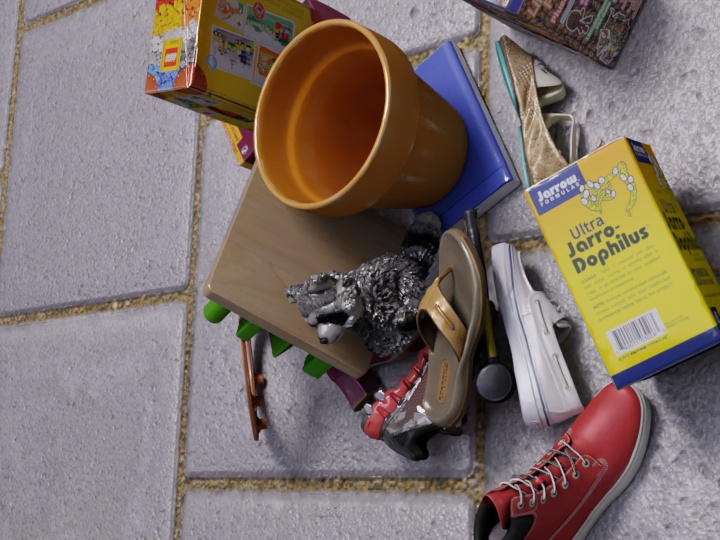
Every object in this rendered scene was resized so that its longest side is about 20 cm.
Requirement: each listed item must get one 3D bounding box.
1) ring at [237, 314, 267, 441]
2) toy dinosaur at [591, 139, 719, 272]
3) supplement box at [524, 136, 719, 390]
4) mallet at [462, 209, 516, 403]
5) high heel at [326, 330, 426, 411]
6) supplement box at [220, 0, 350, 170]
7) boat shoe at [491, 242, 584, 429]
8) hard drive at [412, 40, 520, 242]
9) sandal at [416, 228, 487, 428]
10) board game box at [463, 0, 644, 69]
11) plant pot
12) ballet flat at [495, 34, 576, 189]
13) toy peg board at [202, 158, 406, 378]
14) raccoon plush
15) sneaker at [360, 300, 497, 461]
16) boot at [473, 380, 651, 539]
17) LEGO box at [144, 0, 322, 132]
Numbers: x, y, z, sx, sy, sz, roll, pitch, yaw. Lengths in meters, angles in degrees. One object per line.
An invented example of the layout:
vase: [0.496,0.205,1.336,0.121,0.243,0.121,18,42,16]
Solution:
ring: [-0.130,0.102,1.497,0.019,0.201,0.203,-6,70,-4]
toy dinosaur: [0.259,-0.046,1.233,0.106,0.060,0.201,-43,54,25]
supplement box: [0.252,-0.007,1.151,0.109,0.109,0.202,-29,79,23]
mallet: [0.130,0.040,1.298,0.041,0.066,0.203,-9,75,9]
high heel: [0.024,0.066,1.412,0.200,0.067,0.097,-46,63,29]
supplement box: [-0.081,-0.225,1.571,0.200,0.085,0.111,-45,53,25]
boat shoe: [0.183,0.062,1.282,0.066,0.074,0.203,-14,70,11]
hard drive: [0.094,-0.144,1.431,0.132,0.025,0.202,-39,57,30]
sandal: [0.083,0.059,1.264,0.080,0.053,0.203,16,99,63]
board game box: [0.171,-0.303,1.280,0.159,0.199,0.098,34,102,41]
plant pot: [0.015,-0.148,1.361,0.199,0.182,0.203,-11,73,41]
ballet flat: [0.193,-0.166,1.331,0.064,0.071,0.203,-14,71,11]
toy peg board: [-0.073,0.007,1.409,0.098,0.198,0.201,-41,25,51]
raccoon plush: [0.000,0.000,1.336,0.097,0.133,0.202,-44,23,42]
sneaker: [0.092,0.121,1.342,0.098,0.071,0.201,41,97,21]
boot: [0.188,0.188,1.184,0.072,0.143,0.202,38,105,41]
LEGO box: [-0.141,-0.251,1.436,0.076,0.199,0.151,0,80,40]
